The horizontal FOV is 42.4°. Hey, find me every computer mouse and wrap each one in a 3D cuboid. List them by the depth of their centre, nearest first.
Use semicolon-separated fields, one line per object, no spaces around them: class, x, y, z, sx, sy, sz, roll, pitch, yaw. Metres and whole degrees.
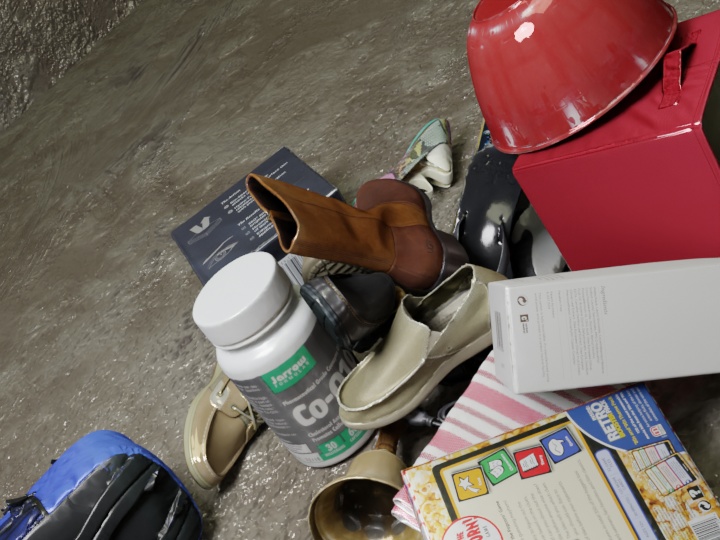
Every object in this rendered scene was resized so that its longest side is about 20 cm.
computer mouse;0.067;0.101;0.895;0.139;0.047;0.199;-31;37;-29

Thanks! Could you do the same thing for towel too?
towel;0.134;0.150;0.743;0.145;0.030;0.201;26;58;23

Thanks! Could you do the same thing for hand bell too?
hand bell;0.024;0.164;0.848;0.103;0.105;0.201;-20;23;21

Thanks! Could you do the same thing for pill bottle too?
pill bottle;-0.070;0.087;0.905;0.112;0.201;0.114;-24;32;17

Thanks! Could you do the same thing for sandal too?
sandal;0.112;-0.019;0.871;0.074;0.043;0.205;4;80;11

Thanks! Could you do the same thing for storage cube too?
storage cube;0.271;-0.100;0.845;0.178;0.201;0.172;-10;39;43

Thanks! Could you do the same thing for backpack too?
backpack;-0.271;0.257;0.907;0.200;0.163;0.167;-46;30;-17

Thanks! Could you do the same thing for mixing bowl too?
mixing bowl;0.168;-0.213;0.833;0.199;0.108;0.201;-37;23;19

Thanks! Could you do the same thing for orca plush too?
orca plush;0.188;-0.009;0.951;0.072;0.103;0.203;114;162;-45

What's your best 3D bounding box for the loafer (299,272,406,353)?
loafer;-0.003;0.026;0.845;0.072;0.073;0.200;-38;-9;3

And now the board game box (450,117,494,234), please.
board game box;0.131;-0.087;1.021;0.034;0.137;0.202;16;47;3

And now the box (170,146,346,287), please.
box;-0.114;-0.033;1.184;0.196;0.118;0.200;-37;33;-6

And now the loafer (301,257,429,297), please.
loafer;0.000;0.000;0.963;0.075;0.199;0.068;-33;61;19

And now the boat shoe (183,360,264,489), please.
boat shoe;-0.135;0.147;1.013;0.064;0.073;0.201;-19;30;25

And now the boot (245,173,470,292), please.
boot;-0.020;-0.048;0.853;0.069;0.197;0.189;-59;37;26

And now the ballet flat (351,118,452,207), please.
ballet flat;0.071;-0.115;1.171;0.070;0.070;0.200;25;57;34

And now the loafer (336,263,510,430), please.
loafer;0.050;0.061;0.819;0.199;0.068;0.076;-40;29;9

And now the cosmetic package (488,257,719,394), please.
cosmetic package;0.205;0.039;0.724;0.195;0.087;0.108;-5;0;2

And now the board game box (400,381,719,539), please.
board game box;0.144;0.179;0.652;0.196;0.047;0.153;-18;47;-4
